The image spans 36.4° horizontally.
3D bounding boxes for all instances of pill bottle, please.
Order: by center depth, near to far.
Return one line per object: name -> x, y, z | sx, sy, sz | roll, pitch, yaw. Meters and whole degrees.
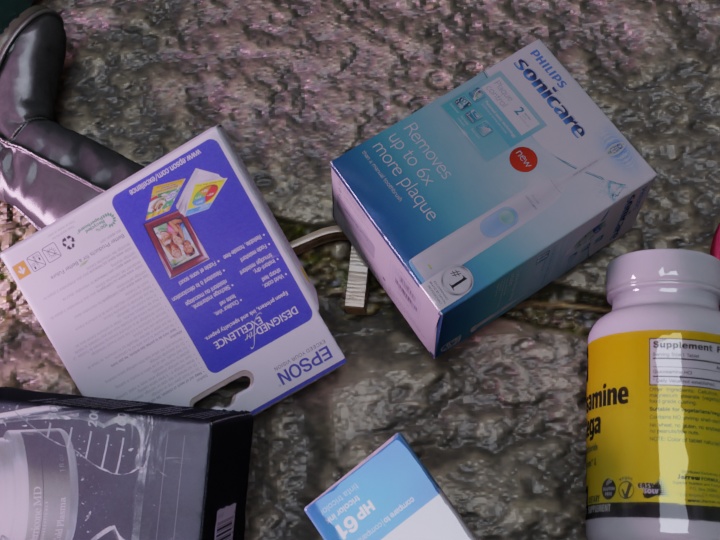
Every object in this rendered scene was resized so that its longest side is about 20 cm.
pill bottle -> 0.215, 0.094, 0.769 | 0.110, 0.113, 0.204 | 2, 73, 6

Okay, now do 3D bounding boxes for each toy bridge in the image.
toy bridge -> 0.000, 0.000, 0.864 | 0.196, 0.027, 0.068 | 5, 73, 6

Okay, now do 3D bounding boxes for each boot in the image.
boot -> -0.226, -0.102, 0.896 | 0.198, 0.072, 0.184 | 25, 91, 19

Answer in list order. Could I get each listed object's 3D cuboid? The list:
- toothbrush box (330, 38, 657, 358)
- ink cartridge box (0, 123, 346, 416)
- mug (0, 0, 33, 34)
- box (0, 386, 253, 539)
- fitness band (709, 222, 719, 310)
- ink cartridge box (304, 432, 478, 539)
toothbrush box -> 0.096, -0.056, 0.824 | 0.198, 0.086, 0.147 | -30, 68, -15
ink cartridge box -> -0.139, 0.025, 0.833 | 0.196, 0.047, 0.202 | -28, 99, 6
mug -> -0.360, -0.254, 0.934 | 0.151, 0.115, 0.187 | 30, 79, 13
box -> -0.188, 0.191, 0.758 | 0.193, 0.124, 0.204 | 4, 86, 9
fitness band -> 0.337, 0.031, 0.818 | 0.141, 0.037, 0.204 | -9, 73, 0
ink cartridge box -> 0.058, 0.223, 0.728 | 0.084, 0.145, 0.201 | -36, 73, -6
